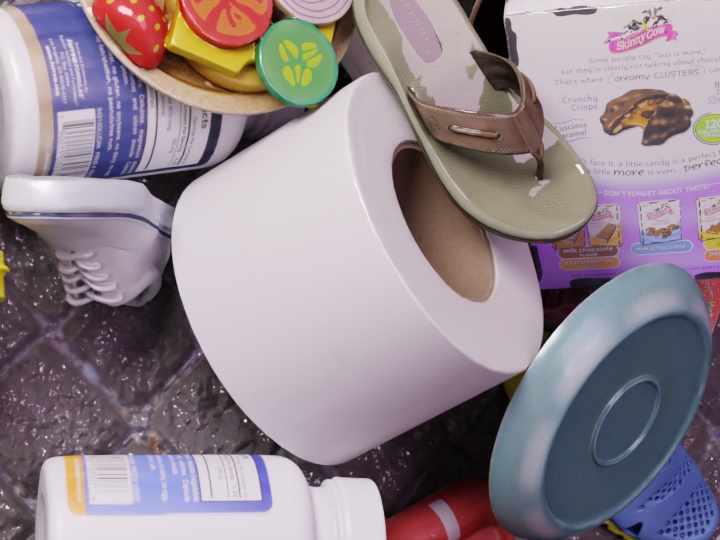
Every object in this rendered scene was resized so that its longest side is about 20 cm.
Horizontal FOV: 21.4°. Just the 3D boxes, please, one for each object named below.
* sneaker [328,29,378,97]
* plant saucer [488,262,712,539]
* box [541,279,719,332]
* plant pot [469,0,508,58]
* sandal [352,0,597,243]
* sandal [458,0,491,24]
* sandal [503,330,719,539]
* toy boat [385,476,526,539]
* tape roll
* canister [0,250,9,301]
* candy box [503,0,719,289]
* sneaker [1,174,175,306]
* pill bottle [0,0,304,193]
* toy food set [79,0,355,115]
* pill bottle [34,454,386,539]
[{"bbox_3d":[-0.021,-0.189,1.243,0.093,0.070,0.200,-48,122,-17],"label":"sneaker"},{"bbox_3d":[0.160,0.090,1.200,0.200,0.027,0.201,-30,137,-32],"label":"plant saucer"},{"bbox_3d":[0.210,-0.037,1.355,0.102,0.095,0.201,31,69,-22],"label":"box"},{"bbox_3d":[0.169,-0.194,1.302,0.187,0.187,0.200,38,31,-18],"label":"plant pot"},{"bbox_3d":[0.066,-0.099,1.122,0.080,0.057,0.201,-40,97,-17],"label":"sandal"},{"bbox_3d":[0.036,-0.232,1.323,0.075,0.048,0.202,-10,74,-32],"label":"sandal"},{"bbox_3d":[0.185,0.121,1.325,0.200,0.087,0.080,45,63,-17],"label":"sandal"},{"bbox_3d":[0.060,0.218,1.216,0.199,0.131,0.131,-27,95,-29],"label":"toy boat"},{"bbox_3d":[0.000,0.000,1.162,0.203,0.139,0.203,43,31,-34],"label":"tape roll"},{"bbox_3d":[-0.270,-0.072,1.071,0.086,0.148,0.201,-2,81,-39],"label":"canister"},{"bbox_3d":[0.183,-0.094,1.199,0.072,0.167,0.201,-78,162,-57],"label":"candy box"},{"bbox_3d":[-0.152,-0.014,1.114,0.073,0.200,0.071,3,85,16],"label":"sneaker"},{"bbox_3d":[-0.137,-0.113,1.169,0.199,0.111,0.112,-10,87,-30],"label":"pill bottle"},{"bbox_3d":[-0.079,-0.189,1.128,0.197,0.049,0.201,20,66,-24],"label":"toy food set"},{"bbox_3d":[-0.090,0.166,1.129,0.199,0.112,0.113,2,81,-14],"label":"pill bottle"}]
